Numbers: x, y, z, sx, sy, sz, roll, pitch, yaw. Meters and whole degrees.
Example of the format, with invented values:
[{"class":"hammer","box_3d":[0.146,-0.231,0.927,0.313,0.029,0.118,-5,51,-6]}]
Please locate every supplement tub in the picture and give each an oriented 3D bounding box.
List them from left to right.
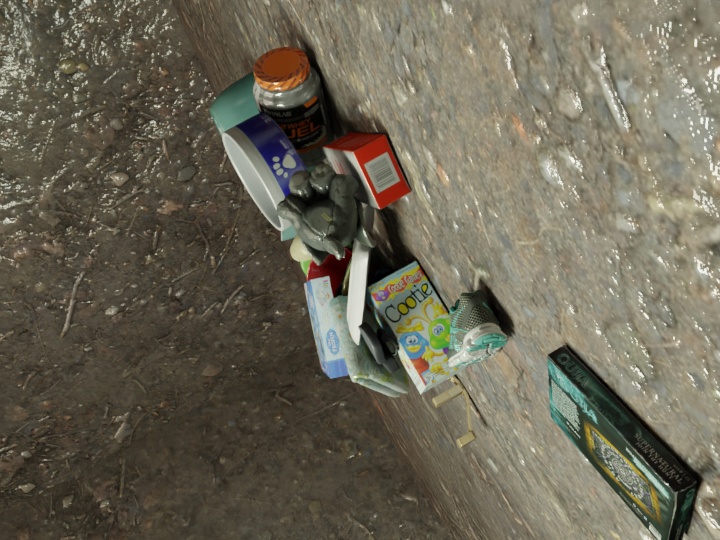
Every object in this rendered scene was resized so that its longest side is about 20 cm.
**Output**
[{"class":"supplement tub","box_3d":[-0.122,-0.294,1.228,0.123,0.122,0.200,55,169,35]}]

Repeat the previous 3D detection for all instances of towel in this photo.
[{"class":"towel","box_3d":[0.019,0.151,1.317,0.200,0.048,0.171,33,-150,-54]}]

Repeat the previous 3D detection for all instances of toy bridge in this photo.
[{"class":"toy bridge","box_3d":[0.175,0.248,1.346,0.200,0.067,0.027,59,170,26]}]

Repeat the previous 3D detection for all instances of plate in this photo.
[{"class":"plate","box_3d":[0.000,0.000,1.234,0.200,0.032,0.200,-82,-1,-56]}]

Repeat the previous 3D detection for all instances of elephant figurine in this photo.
[{"class":"elephant figurine","box_3d":[-0.038,-0.077,1.100,0.141,0.155,0.200,19,167,20]}]

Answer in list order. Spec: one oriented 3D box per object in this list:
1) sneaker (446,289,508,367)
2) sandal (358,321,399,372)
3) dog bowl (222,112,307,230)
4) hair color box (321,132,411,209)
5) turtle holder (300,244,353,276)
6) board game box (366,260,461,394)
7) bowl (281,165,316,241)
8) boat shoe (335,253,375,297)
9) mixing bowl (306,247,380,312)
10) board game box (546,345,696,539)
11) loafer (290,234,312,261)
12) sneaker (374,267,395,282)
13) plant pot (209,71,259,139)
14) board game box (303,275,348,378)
[{"class":"sneaker","box_3d":[0.163,0.085,0.994,0.200,0.077,0.091,102,155,-70]},{"class":"sandal","box_3d":[0.041,0.129,1.193,0.076,0.043,0.200,60,-178,19]},{"class":"dog bowl","box_3d":[-0.160,-0.174,1.202,0.200,0.079,0.200,53,167,18]},{"class":"hair color box","box_3d":[0.005,-0.167,1.099,0.102,0.061,0.200,64,170,-19]},{"class":"turtle holder","box_3d":[-0.093,-0.064,1.684,0.132,0.141,0.186,-104,-13,-55]},{"class":"board game box","box_3d":[0.103,0.103,1.207,0.200,0.103,0.105,59,171,14]},{"class":"bowl","box_3d":[-0.131,-0.168,1.564,0.201,0.105,0.201,-179,90,-84]},{"class":"boat shoe","box_3d":[-0.022,0.049,1.403,0.066,0.072,0.201,36,123,52]},{"class":"mixing bowl","box_3d":[-0.017,0.034,1.524,0.200,0.108,0.201,11,105,45]},{"class":"board game box","box_3d":[0.280,0.192,0.749,0.200,0.028,0.135,54,167,44]},{"class":"loafer","box_3d":[-0.070,-0.075,1.228,0.076,0.068,0.200,58,-147,-7]},{"class":"sneaker","box_3d":[0.083,0.088,1.377,0.200,0.070,0.078,64,178,-5]},{"class":"plant pot","box_3d":[-0.281,-0.384,1.705,0.201,0.161,0.201,59,169,18]},{"class":"board game box","box_3d":[-0.075,0.116,1.418,0.200,0.043,0.200,155,105,-81]}]
